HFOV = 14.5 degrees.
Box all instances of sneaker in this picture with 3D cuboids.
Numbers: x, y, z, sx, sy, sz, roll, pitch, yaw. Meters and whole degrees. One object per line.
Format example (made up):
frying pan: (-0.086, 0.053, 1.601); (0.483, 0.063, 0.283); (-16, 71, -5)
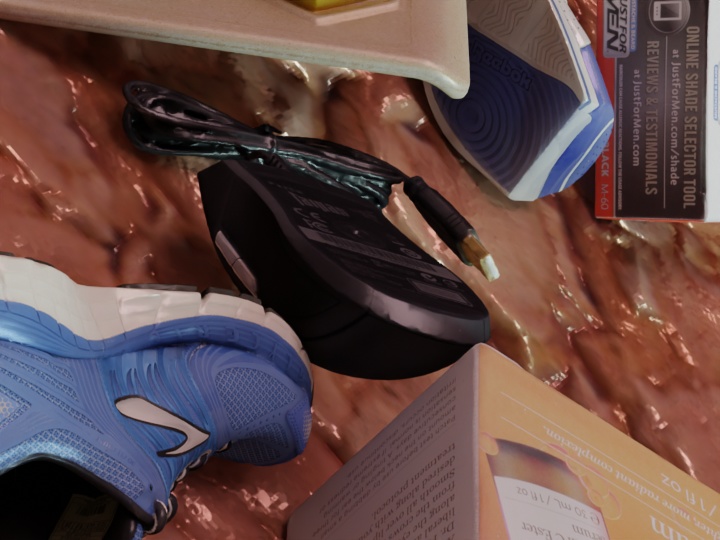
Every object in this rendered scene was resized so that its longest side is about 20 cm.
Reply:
sneaker: (-0.084, 0.052, 0.870); (0.200, 0.078, 0.090); (9, 70, -54)
sneaker: (0.065, -0.130, 1.231); (0.115, 0.081, 0.200); (-3, 55, -49)

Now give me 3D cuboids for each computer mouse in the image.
computer mouse: (0.000, 0.000, 1.007); (0.140, 0.046, 0.200); (15, 17, -37)

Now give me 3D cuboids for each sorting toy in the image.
sorting toy: (-0.052, -0.149, 1.097); (0.199, 0.037, 0.185); (11, 40, -10)

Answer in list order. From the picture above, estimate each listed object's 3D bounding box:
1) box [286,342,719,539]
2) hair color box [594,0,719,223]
box: (0.062, 0.151, 0.883); (0.152, 0.106, 0.200); (32, 34, -23)
hair color box: (0.187, -0.077, 1.288); (0.200, 0.064, 0.111); (-1, 92, -52)
